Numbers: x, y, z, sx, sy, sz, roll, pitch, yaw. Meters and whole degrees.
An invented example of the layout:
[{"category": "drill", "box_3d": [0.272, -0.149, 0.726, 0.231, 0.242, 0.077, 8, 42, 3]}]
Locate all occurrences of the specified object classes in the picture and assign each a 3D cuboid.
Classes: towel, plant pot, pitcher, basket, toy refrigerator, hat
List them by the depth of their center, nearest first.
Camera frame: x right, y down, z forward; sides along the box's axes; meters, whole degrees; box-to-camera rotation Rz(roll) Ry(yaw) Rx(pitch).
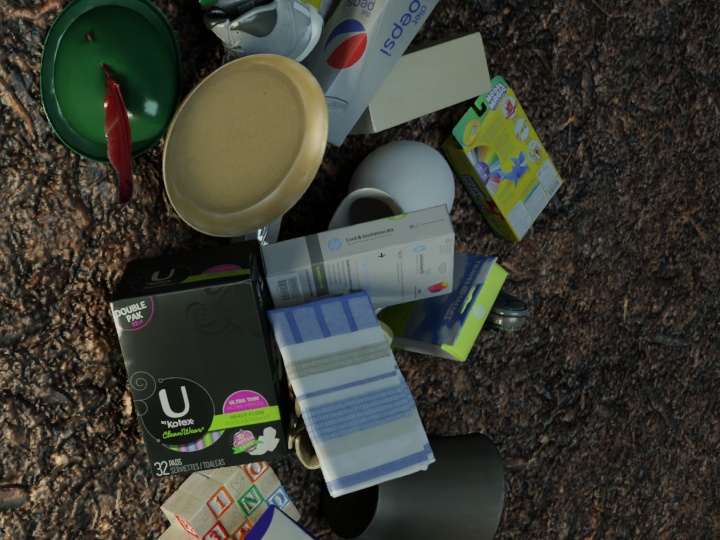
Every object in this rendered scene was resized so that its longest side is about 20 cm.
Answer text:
[{"category": "hat", "box_3d": [-0.199, -0.171, 1.206, 0.165, 0.175, 0.202, -2, 100, -41]}, {"category": "towel", "box_3d": [-0.010, 0.123, 1.274, 0.146, 0.024, 0.201, -11, 74, -43]}, {"category": "plant pot", "box_3d": [-0.121, -0.131, 1.285, 0.199, 0.027, 0.201, -23, 130, -30]}, {"category": "pitcher", "box_3d": [0.020, -0.062, 1.456, 0.121, 0.171, 0.200, 48, 32, -3]}, {"category": "toy refrigerator", "box_3d": [0.060, -0.226, 1.501, 0.199, 0.070, 0.076, -25, 108, -36]}, {"category": "basket", "box_3d": [0.062, 0.283, 1.570, 0.199, 0.136, 0.182, 13, 96, -39]}]

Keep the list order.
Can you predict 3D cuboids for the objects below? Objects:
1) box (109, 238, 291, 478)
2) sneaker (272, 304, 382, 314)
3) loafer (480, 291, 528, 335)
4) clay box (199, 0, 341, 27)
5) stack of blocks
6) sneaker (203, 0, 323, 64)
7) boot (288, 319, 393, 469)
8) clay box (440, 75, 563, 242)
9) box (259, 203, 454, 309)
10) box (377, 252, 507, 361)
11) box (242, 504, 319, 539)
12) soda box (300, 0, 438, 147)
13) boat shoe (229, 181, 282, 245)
[{"category": "box", "box_3d": [-0.160, 0.090, 1.294, 0.147, 0.124, 0.201, -9, 110, 2]}, {"category": "sneaker", "box_3d": [-0.048, 0.053, 1.446, 0.200, 0.090, 0.075, -34, 120, -32]}, {"category": "loafer", "box_3d": [0.141, 0.051, 1.543, 0.071, 0.200, 0.063, 2, 102, -26]}, {"category": "clay box", "box_3d": [-0.093, -0.325, 1.345, 0.199, 0.047, 0.116, 3, 99, -41]}, {"category": "stack of blocks", "box_3d": [-0.173, 0.302, 1.409, 0.200, 0.058, 0.116, -45, 125, -25]}, {"category": "sneaker", "box_3d": [-0.138, -0.216, 1.289, 0.200, 0.075, 0.115, -51, 140, 7]}, {"category": "boot", "box_3d": [-0.040, 0.157, 1.385, 0.072, 0.200, 0.155, 29, 48, -8]}, {"category": "clay box", "box_3d": [0.181, -0.148, 1.636, 0.115, 0.047, 0.200, -51, 126, -21]}, {"category": "box", "box_3d": [0.000, 0.000, 1.336, 0.156, 0.199, 0.041, 82, -5, -66]}, {"category": "box", "box_3d": [0.091, 0.038, 1.490, 0.048, 0.200, 0.123, 34, 76, -29]}, {"category": "box", "box_3d": [-0.096, 0.386, 1.402, 0.184, 0.105, 0.200, -51, 155, -13]}, {"category": "soda box", "box_3d": [-0.005, -0.240, 1.369, 0.068, 0.063, 0.201, 22, 108, -48]}, {"category": "boat shoe", "box_3d": [-0.121, -0.078, 1.374, 0.068, 0.072, 0.201, 20, 89, -27]}]
